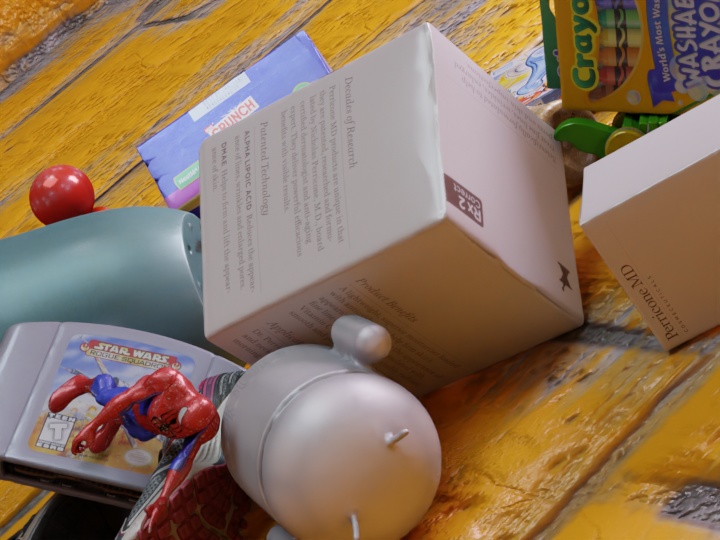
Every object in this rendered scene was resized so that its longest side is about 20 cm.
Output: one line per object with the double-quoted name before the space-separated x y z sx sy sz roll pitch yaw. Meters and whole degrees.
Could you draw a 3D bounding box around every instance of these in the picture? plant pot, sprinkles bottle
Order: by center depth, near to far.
"plant pot" -0.181 0.040 1.743 0.161 0.201 0.201 -23 21 11
"sprinkles bottle" 0.104 -0.091 1.746 0.068 0.068 0.200 -45 21 -26

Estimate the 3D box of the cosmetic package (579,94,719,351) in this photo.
"cosmetic package" 0.242 -0.051 1.341 0.200 0.108 0.085 -31 20 20

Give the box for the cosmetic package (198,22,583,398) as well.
"cosmetic package" 0.018 -0.026 1.498 0.200 0.165 0.165 -25 51 28

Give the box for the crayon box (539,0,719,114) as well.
"crayon box" 0.202 -0.171 1.505 0.200 0.126 0.052 5 23 30

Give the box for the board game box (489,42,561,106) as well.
"board game box" 0.194 -0.174 1.841 0.200 0.034 0.135 -29 19 19

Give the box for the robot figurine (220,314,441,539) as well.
"robot figurine" -0.019 0.111 1.393 0.200 0.113 0.170 -156 78 -70

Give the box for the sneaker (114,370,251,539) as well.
"sneaker" -0.112 0.146 1.500 0.075 0.081 0.200 2 38 34

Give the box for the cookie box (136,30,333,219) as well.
"cookie box" -0.072 -0.088 1.865 0.171 0.075 0.200 -35 -25 3

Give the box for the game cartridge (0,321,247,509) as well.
"game cartridge" -0.176 0.103 1.597 0.200 0.042 0.133 11 57 8

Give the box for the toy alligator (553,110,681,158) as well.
"toy alligator" 0.232 -0.082 1.515 0.200 0.054 0.059 -3 22 12

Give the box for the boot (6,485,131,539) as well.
"boot" -0.259 0.225 1.612 0.151 0.073 0.200 -17 31 44

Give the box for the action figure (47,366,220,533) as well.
"action figure" -0.157 0.112 1.455 0.099 0.065 0.200 -53 20 -24

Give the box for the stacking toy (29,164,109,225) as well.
"stacking toy" -0.209 -0.001 1.868 0.085 0.200 0.085 -32 19 12
